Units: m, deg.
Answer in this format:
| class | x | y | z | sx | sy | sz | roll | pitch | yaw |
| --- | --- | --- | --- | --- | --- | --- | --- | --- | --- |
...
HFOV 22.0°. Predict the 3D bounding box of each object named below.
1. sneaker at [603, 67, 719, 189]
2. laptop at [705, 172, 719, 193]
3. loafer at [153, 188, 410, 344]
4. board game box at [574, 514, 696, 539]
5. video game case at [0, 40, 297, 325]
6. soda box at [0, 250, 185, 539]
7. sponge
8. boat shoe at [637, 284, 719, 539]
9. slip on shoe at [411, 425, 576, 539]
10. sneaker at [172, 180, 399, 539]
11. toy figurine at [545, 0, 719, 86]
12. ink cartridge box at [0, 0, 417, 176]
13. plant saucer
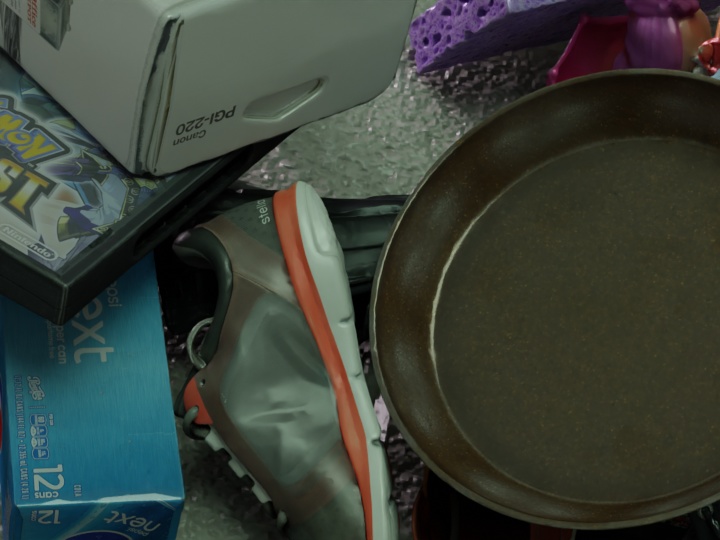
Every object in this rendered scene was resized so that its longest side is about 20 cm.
| class | x | y | z | sx | sy | sz | roll | pitch | yaw |
| --- | --- | --- | --- | --- | --- | --- | --- | --- | --- |
| sneaker | 0.152 | -0.046 | 0.803 | 0.082 | 0.200 | 0.074 | -15 | 65 | -44 |
| laptop | 0.238 | 0.025 | 0.761 | 0.200 | 0.177 | 0.103 | 32 | 28 | -20 |
| loafer | 0.000 | 0.000 | 0.850 | 0.200 | 0.068 | 0.070 | 0 | 90 | -25 |
| board game box | 0.178 | 0.098 | 0.835 | 0.200 | 0.023 | 0.105 | 4 | 50 | -11 |
| video game case | -0.150 | -0.075 | 0.764 | 0.200 | 0.026 | 0.181 | 28 | 40 | 15 |
| soda box | -0.121 | 0.031 | 0.786 | 0.068 | 0.064 | 0.200 | -1 | 52 | -15 |
| sponge | 0.133 | -0.149 | 0.970 | 0.200 | 0.112 | 0.030 | -15 | 85 | -25 |
| boat shoe | 0.146 | 0.109 | 0.762 | 0.066 | 0.075 | 0.199 | -17 | 91 | 9 |
| slip on shoe | 0.057 | 0.082 | 0.779 | 0.074 | 0.061 | 0.200 | -9 | 48 | 21 |
| sneaker | -0.033 | 0.067 | 0.764 | 0.082 | 0.077 | 0.200 | -12 | 75 | 1 |
| toy figurine | 0.176 | -0.081 | 0.891 | 0.184 | 0.200 | 0.150 | 26 | 54 | 24 |
| ink cartridge box | -0.091 | -0.143 | 0.780 | 0.146 | 0.085 | 0.200 | -24 | 57 | -38 |
| plant saucer | 0.102 | 0.013 | 0.740 | 0.200 | 0.034 | 0.200 | -10 | 61 | 19 |
